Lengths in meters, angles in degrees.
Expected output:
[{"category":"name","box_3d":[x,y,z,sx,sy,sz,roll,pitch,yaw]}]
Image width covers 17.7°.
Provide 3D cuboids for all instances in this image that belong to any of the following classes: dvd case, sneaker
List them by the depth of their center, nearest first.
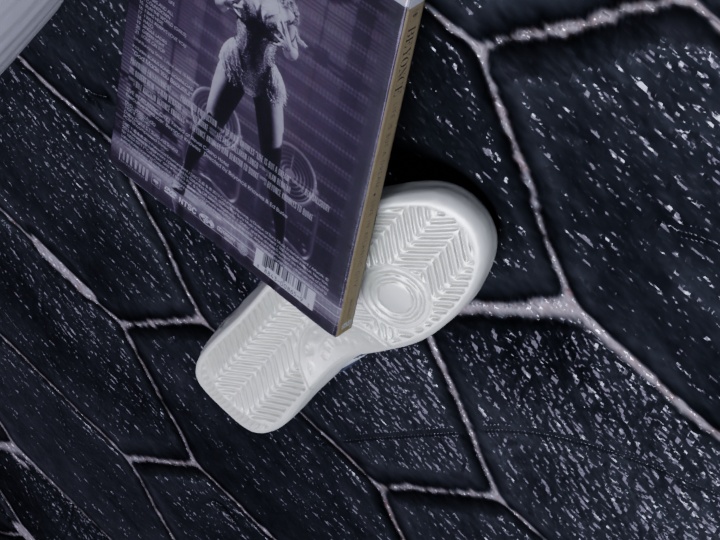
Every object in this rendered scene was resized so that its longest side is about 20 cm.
[{"category":"dvd case","box_3d":[-0.044,-0.087,0.982,0.148,0.016,0.201,37,137,25]},{"category":"sneaker","box_3d":[0.000,0.000,1.077,0.075,0.085,0.200,48,135,-9]}]

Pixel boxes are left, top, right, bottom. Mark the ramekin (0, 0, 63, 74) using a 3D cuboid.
[{"category":"ramekin","box_3d":[-0.230,-0.181,1.155,0.202,0.094,0.203,40,159,19]}]
